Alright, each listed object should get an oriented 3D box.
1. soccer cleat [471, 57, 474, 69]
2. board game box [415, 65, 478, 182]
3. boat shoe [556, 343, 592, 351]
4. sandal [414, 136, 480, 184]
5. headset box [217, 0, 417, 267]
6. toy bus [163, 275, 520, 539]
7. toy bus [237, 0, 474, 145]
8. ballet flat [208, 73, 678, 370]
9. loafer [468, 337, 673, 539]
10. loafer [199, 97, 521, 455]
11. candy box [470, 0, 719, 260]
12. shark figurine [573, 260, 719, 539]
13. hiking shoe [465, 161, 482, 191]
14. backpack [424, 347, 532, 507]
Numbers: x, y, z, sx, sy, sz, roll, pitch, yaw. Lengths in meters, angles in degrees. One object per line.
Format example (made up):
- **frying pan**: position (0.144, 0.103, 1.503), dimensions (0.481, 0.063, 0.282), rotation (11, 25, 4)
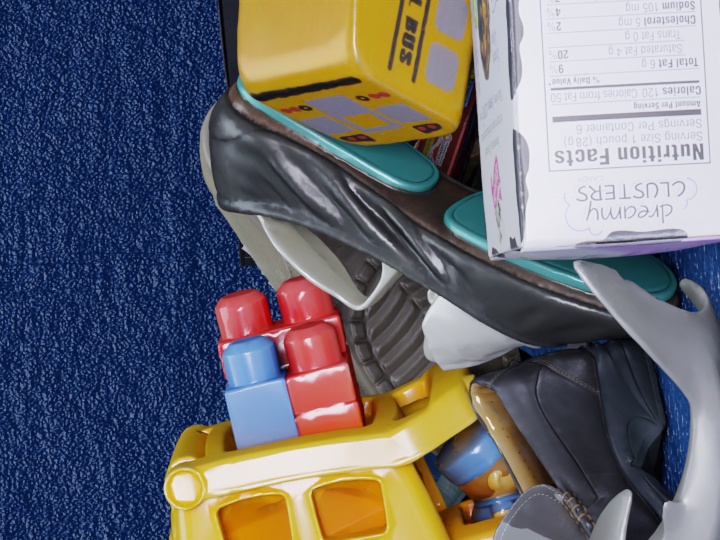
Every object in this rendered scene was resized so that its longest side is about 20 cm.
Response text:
- **soccer cleat**: position (0.076, -0.150, 0.987), dimensions (0.081, 0.067, 0.202), rotation (44, -133, -77)
- **board game box**: position (0.057, -0.113, 1.098), dimensions (0.103, 0.019, 0.201), rotation (93, -165, -76)
- **boat shoe**: position (0.085, 0.126, 1.172), dimensions (0.071, 0.069, 0.202), rotation (-90, -2, -66)
- **sandal**: position (0.049, -0.034, 1.257), dimensions (0.070, 0.077, 0.212), rotation (57, -179, 25)
- **headset box**: position (0.014, -0.113, 1.307), dimensions (0.093, 0.172, 0.201), rotation (-95, 0, -54)
- **toy bus**: position (0.010, 0.095, 1.072), dimensions (0.136, 0.198, 0.194), rotation (-88, -12, -85)
- **toy bus**: position (0.010, -0.154, 0.920), dimensions (0.065, 0.078, 0.202), rotation (-6, 68, 47)
- **ballet flat**: position (0.027, -0.009, 0.959), dimensions (0.068, 0.199, 0.069), rotation (-25, -41, -54)
- **loafer**: position (0.085, 0.106, 0.962), dimensions (0.201, 0.072, 0.073), rotation (-97, 5, -54)
- **loafer**: position (0.000, 0.000, 1.156), dimensions (0.201, 0.076, 0.068), rotation (53, 168, -5)
- **candy box**: position (0.073, -0.105, 0.819), dimensions (0.168, 0.071, 0.202), rotation (172, 95, -89)
- **shark figurine**: position (0.073, 0.107, 0.828), dimensions (0.129, 0.089, 0.215), rotation (59, 141, 34)
- **hiking shoe**: position (0.083, -0.037, 1.068), dimensions (0.200, 0.075, 0.101), rotation (-97, 22, -77)
- **backpack**: position (0.010, 0.133, 1.261), dimensions (0.201, 0.150, 0.178), rotation (-59, -17, -31)
